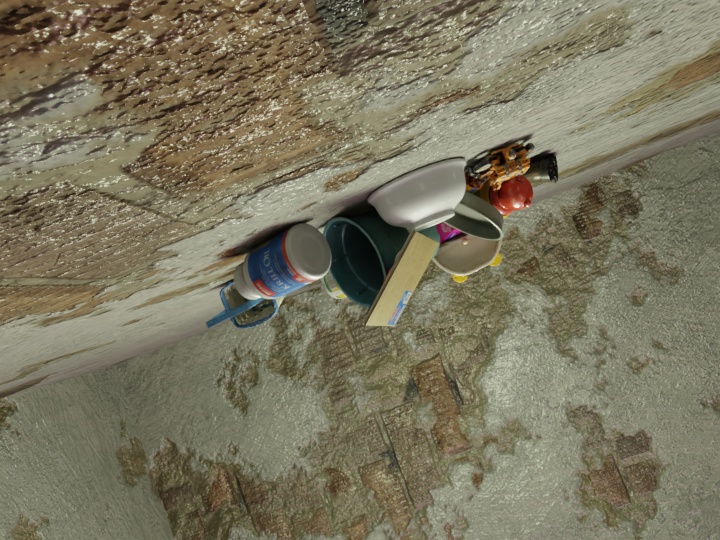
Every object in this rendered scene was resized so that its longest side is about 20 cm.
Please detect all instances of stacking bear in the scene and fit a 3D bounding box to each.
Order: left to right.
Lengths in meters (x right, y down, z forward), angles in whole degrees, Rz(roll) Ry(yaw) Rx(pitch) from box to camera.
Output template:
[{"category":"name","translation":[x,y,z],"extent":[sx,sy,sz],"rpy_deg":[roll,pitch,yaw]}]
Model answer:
[{"category":"stacking bear","translation":[0.317,-0.166,1.301],"extent":[0.113,0.123,0.199],"rpy_deg":[-11,179,-31]}]

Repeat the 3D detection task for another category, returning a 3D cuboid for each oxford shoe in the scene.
[{"category":"oxford shoe","translation":[0.465,-0.260,1.444],"extent":[0.084,0.073,0.199],"rpy_deg":[-5,-177,31]}]

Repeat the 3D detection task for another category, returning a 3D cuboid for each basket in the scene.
[{"category":"basket","translation":[-0.301,0.083,1.496],"extent":[0.175,0.140,0.200],"rpy_deg":[-23,-175,28]}]

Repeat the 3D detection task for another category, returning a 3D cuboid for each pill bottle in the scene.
[{"category":"pill bottle","translation":[-0.161,-0.008,1.100],"extent":[0.199,0.113,0.112],"rpy_deg":[-25,175,39]},{"category":"pill bottle","translation":[0.000,0.000,1.429],"extent":[0.199,0.114,0.112],"rpy_deg":[-19,179,43]}]

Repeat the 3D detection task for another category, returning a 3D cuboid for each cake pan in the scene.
[{"category":"cake pan","translation":[0.229,-0.129,1.230],"extent":[0.037,0.199,0.200],"rpy_deg":[-63,-179,-6]}]

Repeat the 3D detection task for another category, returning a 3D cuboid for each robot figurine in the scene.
[{"category":"robot figurine","translation":[0.275,-0.202,1.135],"extent":[0.144,0.059,0.200],"rpy_deg":[-21,178,-9]}]

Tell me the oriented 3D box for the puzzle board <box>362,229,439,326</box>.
[{"category":"puzzle board","translation":[0.081,0.020,1.106],"extent":[0.201,0.017,0.150],"rpy_deg":[-62,155,7]}]

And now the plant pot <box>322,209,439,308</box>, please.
[{"category":"plant pot","translation":[0.053,-0.052,1.196],"extent":[0.195,0.202,0.200],"rpy_deg":[-28,-178,-34]}]

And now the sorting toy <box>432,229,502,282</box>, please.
[{"category":"sorting toy","translation":[0.289,-0.054,1.513],"extent":[0.199,0.108,0.180],"rpy_deg":[-26,-173,5]}]

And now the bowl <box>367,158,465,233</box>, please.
[{"category":"bowl","translation":[0.120,-0.131,1.061],"extent":[0.199,0.091,0.201],"rpy_deg":[-21,176,-1]}]

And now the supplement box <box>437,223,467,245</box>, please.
[{"category":"supplement box","translation":[0.284,-0.156,1.483],"extent":[0.199,0.104,0.101],"rpy_deg":[-19,166,-23]}]
